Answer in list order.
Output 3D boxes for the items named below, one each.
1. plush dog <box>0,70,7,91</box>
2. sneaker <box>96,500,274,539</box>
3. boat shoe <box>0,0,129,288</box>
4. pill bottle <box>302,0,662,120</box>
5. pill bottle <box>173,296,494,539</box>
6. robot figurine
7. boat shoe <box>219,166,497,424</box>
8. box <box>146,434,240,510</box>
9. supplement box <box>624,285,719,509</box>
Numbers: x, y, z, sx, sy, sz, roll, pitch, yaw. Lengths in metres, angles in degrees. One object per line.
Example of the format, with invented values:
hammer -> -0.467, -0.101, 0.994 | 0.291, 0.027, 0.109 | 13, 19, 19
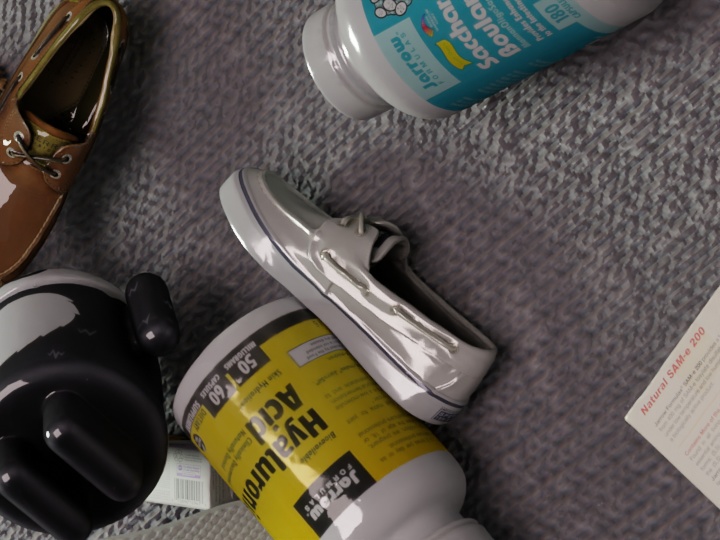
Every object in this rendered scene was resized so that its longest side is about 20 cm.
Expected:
plush dog -> -0.296, -0.038, 1.633 | 0.200, 0.160, 0.172 | 15, 120, 62
sneaker -> -0.082, 0.206, 1.533 | 0.200, 0.114, 0.073 | -9, 44, 15
boat shoe -> -0.203, -0.083, 1.538 | 0.200, 0.072, 0.068 | -70, 16, -4
pill bottle -> 0.064, -0.153, 1.363 | 0.200, 0.111, 0.111 | -27, 79, 34
pill bottle -> -0.009, 0.120, 1.437 | 0.200, 0.111, 0.111 | 47, 118, 21
robot figurine -> -0.182, 0.079, 1.494 | 0.150, 0.200, 0.125 | -6, 118, -6
boat shoe -> 0.000, 0.000, 1.447 | 0.200, 0.072, 0.066 | 48, 113, 22
box -> -0.161, 0.122, 1.590 | 0.200, 0.039, 0.041 | 3, 95, 35
supplement box -> 0.252, 0.091, 1.272 | 0.200, 0.074, 0.126 | 45, 117, 24
